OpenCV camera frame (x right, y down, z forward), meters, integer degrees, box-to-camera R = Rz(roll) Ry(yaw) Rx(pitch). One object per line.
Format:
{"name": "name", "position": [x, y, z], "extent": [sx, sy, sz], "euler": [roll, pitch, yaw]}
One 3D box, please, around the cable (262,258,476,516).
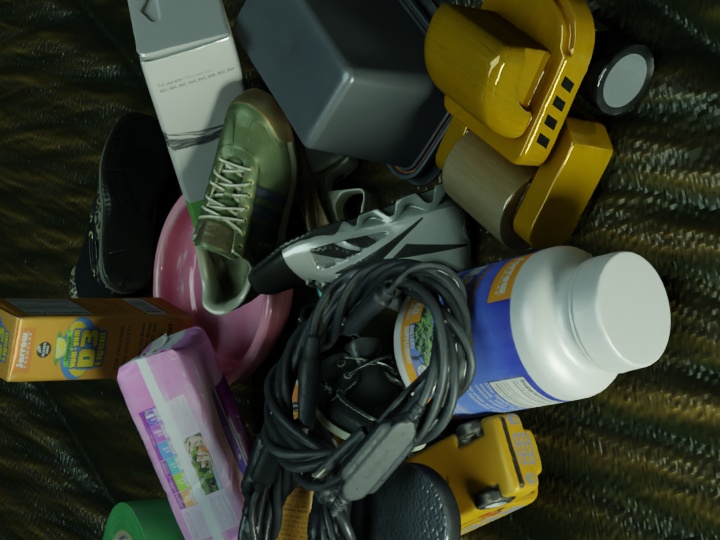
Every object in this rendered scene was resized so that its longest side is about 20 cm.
{"name": "cable", "position": [0.007, 0.073, 1.135], "extent": [0.201, 0.051, 0.163], "euler": [-53, 41, 13]}

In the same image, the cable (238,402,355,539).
{"name": "cable", "position": [-0.055, 0.219, 1.226], "extent": [0.163, 0.050, 0.202], "euler": [42, 116, 55]}

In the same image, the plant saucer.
{"name": "plant saucer", "position": [-0.129, 0.013, 1.472], "extent": [0.199, 0.050, 0.203], "euler": [-3, 86, 50]}

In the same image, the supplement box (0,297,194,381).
{"name": "supplement box", "position": [-0.257, 0.065, 1.429], "extent": [0.068, 0.198, 0.067], "euler": [24, 107, 47]}

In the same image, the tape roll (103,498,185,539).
{"name": "tape roll", "position": [-0.199, 0.320, 1.435], "extent": [0.200, 0.048, 0.203], "euler": [178, 90, -66]}

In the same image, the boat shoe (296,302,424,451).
{"name": "boat shoe", "position": [-0.004, 0.080, 1.213], "extent": [0.199, 0.074, 0.067], "euler": [-136, 50, -62]}

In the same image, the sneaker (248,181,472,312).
{"name": "sneaker", "position": [0.000, 0.000, 1.265], "extent": [0.198, 0.074, 0.090], "euler": [-20, 85, 19]}

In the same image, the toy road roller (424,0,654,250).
{"name": "toy road roller", "position": [0.107, -0.122, 1.127], "extent": [0.123, 0.145, 0.202], "euler": [44, 121, 41]}

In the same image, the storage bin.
{"name": "storage bin", "position": [-0.017, -0.172, 1.282], "extent": [0.146, 0.133, 0.201], "euler": [-55, 50, 32]}

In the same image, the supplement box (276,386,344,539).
{"name": "supplement box", "position": [-0.038, 0.198, 1.339], "extent": [0.068, 0.066, 0.203], "euler": [-5, 85, 49]}

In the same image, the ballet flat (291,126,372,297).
{"name": "ballet flat", "position": [-0.027, -0.063, 1.353], "extent": [0.072, 0.068, 0.202], "euler": [-29, 66, 23]}

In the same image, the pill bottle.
{"name": "pill bottle", "position": [0.127, 0.044, 1.126], "extent": [0.199, 0.111, 0.114], "euler": [-17, 76, 48]}

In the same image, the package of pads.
{"name": "package of pads", "position": [-0.147, 0.157, 1.386], "extent": [0.075, 0.121, 0.202], "euler": [-22, 95, 11]}

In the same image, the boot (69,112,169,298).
{"name": "boot", "position": [-0.263, -0.050, 1.610], "extent": [0.154, 0.073, 0.206], "euler": [139, 138, -57]}

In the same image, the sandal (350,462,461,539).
{"name": "sandal", "position": [0.027, 0.188, 1.177], "extent": [0.200, 0.042, 0.077], "euler": [-14, 71, 63]}

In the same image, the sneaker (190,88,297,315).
{"name": "sneaker", "position": [-0.104, -0.048, 1.296], "extent": [0.066, 0.090, 0.202], "euler": [21, 130, 20]}

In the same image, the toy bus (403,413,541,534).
{"name": "toy bus", "position": [0.072, 0.176, 1.213], "extent": [0.199, 0.078, 0.066], "euler": [-35, 63, 43]}

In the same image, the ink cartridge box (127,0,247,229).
{"name": "ink cartridge box", "position": [-0.143, -0.157, 1.366], "extent": [0.146, 0.083, 0.201], "euler": [-109, 5, -48]}
